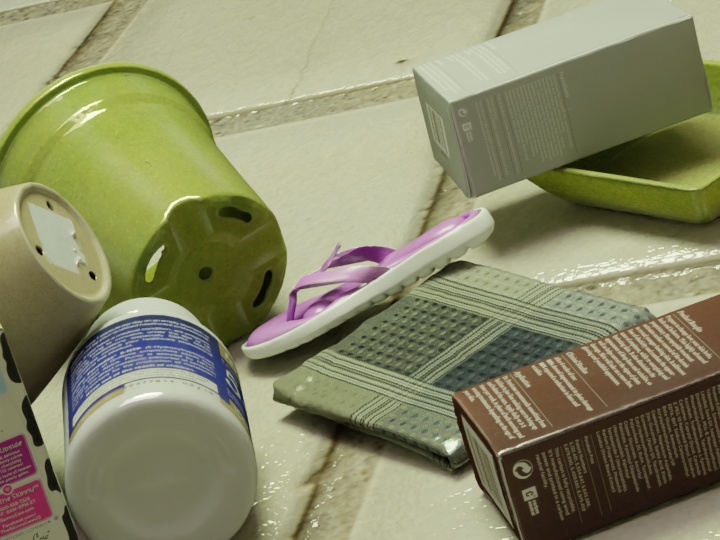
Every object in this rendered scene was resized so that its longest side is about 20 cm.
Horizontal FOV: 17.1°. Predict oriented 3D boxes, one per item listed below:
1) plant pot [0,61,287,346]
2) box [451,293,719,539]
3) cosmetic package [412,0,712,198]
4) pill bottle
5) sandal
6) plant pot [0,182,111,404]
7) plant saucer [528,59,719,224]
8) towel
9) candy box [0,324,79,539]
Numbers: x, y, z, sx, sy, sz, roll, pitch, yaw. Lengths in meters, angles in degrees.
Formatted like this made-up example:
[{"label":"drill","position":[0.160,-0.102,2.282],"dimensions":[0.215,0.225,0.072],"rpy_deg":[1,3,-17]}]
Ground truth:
[{"label":"plant pot","position":[-0.153,-0.030,1.781],"dimensions":[0.200,0.201,0.184],"rpy_deg":[-26,36,-22]},{"label":"box","position":[0.165,0.085,1.415],"dimensions":[0.199,0.075,0.100],"rpy_deg":[-21,23,-6]},{"label":"cosmetic package","position":[0.151,-0.136,1.794],"dimensions":[0.199,0.091,0.107],"rpy_deg":[-17,22,-7]},{"label":"pill bottle","position":[-0.133,0.094,1.535],"dimensions":[0.119,0.120,0.200],"rpy_deg":[-17,23,-1]},{"label":"sandal","position":[-0.001,-0.001,1.714],"dimensions":[0.202,0.050,0.082],"rpy_deg":[-28,5,-1]},{"label":"plant pot","position":[-0.269,0.033,1.579],"dimensions":[0.200,0.187,0.187],"rpy_deg":[-34,16,21]},{"label":"plant saucer","position":[0.247,-0.093,1.797],"dimensions":[0.199,0.048,0.200],"rpy_deg":[-32,28,-32]},{"label":"towel","position":[0.067,0.063,1.598],"dimensions":[0.192,0.035,0.200],"rpy_deg":[-33,30,-28]},{"label":"candy box","position":[-0.225,0.110,1.458],"dimensions":[0.061,0.201,0.136],"rpy_deg":[-22,24,-12]}]
